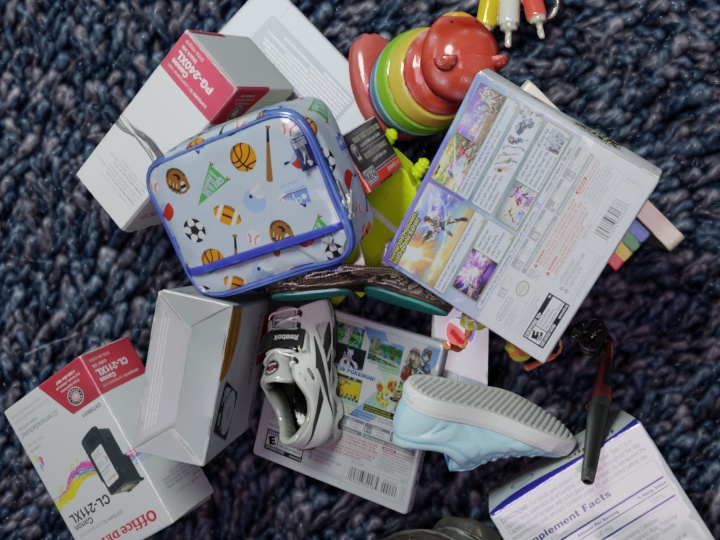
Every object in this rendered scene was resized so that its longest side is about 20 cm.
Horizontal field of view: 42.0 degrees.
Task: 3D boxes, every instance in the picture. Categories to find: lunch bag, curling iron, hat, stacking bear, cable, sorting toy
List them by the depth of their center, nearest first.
[{"bbox_3d":[-0.089,-0.061,0.864,0.197,0.076,0.162,-14,106,27],"label":"lunch bag"},{"bbox_3d":[0.073,-0.197,0.935,0.119,0.200,0.116,2,89,-18],"label":"stacking bear"},{"bbox_3d":[0.214,-0.084,0.939,0.200,0.199,0.070,46,100,4],"label":"sorting toy"},{"bbox_3d":[0.237,0.131,0.965,0.049,0.026,0.202,13,51,0],"label":"curling iron"},{"bbox_3d":[0.118,0.320,1.004,0.198,0.081,0.203,19,136,19],"label":"hat"},{"bbox_3d":[0.165,-0.341,1.014,0.095,0.050,0.204,-6,91,8],"label":"cable"}]

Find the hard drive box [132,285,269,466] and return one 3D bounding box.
[{"bbox_3d":[-0.158,0.099,0.978,0.075,0.200,0.159,11,93,5],"label":"hard drive box"}]

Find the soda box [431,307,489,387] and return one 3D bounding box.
[{"bbox_3d":[0.109,0.028,1.014,0.062,0.068,0.204,1,91,7],"label":"soda box"}]

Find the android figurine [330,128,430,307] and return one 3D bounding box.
[{"bbox_3d":[-0.004,-0.059,1.007,0.181,0.041,0.201,40,118,5],"label":"android figurine"}]

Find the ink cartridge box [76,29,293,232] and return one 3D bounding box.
[{"bbox_3d":[-0.182,-0.146,0.984,0.084,0.145,0.200,47,111,5],"label":"ink cartridge box"}]

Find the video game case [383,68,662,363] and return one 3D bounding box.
[{"bbox_3d":[0.141,-0.048,0.851,0.180,0.045,0.202,32,114,9],"label":"video game case"}]

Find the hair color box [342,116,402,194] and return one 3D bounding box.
[{"bbox_3d":[-0.064,-0.073,0.947,0.198,0.101,0.062,-28,98,29],"label":"hair color box"}]

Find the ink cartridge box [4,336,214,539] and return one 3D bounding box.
[{"bbox_3d":[-0.275,0.200,1.029,0.145,0.083,0.202,-33,86,27],"label":"ink cartridge box"}]

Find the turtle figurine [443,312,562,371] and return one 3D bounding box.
[{"bbox_3d":[0.163,0.023,0.959,0.064,0.198,0.164,2,87,48],"label":"turtle figurine"}]

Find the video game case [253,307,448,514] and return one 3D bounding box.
[{"bbox_3d":[-0.014,0.141,1.017,0.197,0.022,0.185,15,96,26],"label":"video game case"}]

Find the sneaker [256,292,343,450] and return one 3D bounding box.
[{"bbox_3d":[-0.069,0.088,0.987,0.073,0.088,0.203,-17,80,26],"label":"sneaker"}]

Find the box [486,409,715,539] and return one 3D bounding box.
[{"bbox_3d":[0.259,0.281,0.982,0.182,0.105,0.202,-33,88,5],"label":"box"}]

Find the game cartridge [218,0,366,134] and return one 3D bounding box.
[{"bbox_3d":[-0.078,-0.206,1.050,0.133,0.040,0.200,-43,86,1],"label":"game cartridge"}]

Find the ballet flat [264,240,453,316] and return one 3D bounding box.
[{"bbox_3d":[0.000,0.000,0.964,0.196,0.068,0.077,5,80,3],"label":"ballet flat"}]

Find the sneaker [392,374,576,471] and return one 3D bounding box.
[{"bbox_3d":[0.121,0.167,0.956,0.197,0.074,0.083,18,110,-14],"label":"sneaker"}]
